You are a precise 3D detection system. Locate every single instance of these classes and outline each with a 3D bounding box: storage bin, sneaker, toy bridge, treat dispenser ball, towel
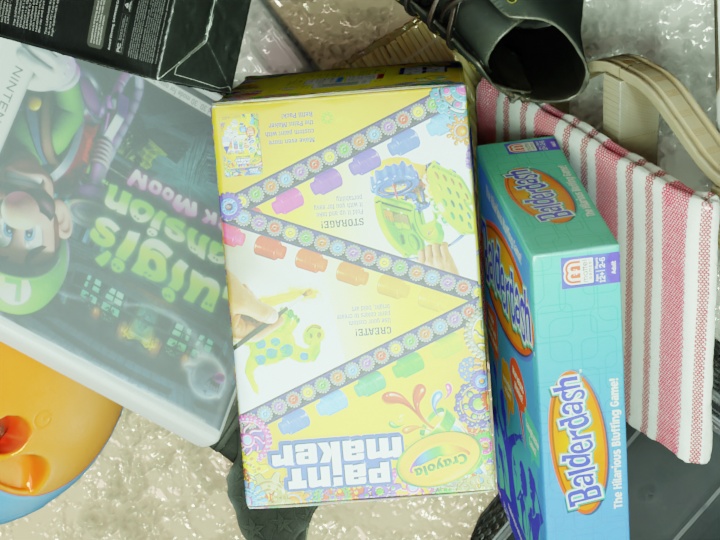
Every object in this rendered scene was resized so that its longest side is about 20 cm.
[{"bbox_3d":[0.156,0.143,1.379,0.135,0.094,0.200,36,115,-2],"label":"storage bin"},{"bbox_3d":[-0.024,0.077,1.419,0.104,0.060,0.200,40,120,-2],"label":"sneaker"},{"bbox_3d":[0.138,-0.074,1.262,0.027,0.200,0.068,-14,118,-25],"label":"toy bridge"},{"bbox_3d":[0.033,-0.160,1.247,0.199,0.107,0.075,20,124,-20],"label":"sneaker"},{"bbox_3d":[-0.225,0.043,1.374,0.199,0.201,0.202,5,112,12],"label":"treat dispenser ball"},{"bbox_3d":[0.122,-0.006,1.274,0.030,0.200,0.147,-18,121,-27],"label":"towel"}]

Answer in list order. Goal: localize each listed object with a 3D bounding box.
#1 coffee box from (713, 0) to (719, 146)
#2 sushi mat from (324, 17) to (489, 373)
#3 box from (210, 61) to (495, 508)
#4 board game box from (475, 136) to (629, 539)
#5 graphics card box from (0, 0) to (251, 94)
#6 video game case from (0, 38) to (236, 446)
[{"bbox_3d":[0.222,-0.089,1.261,0.079,0.113,0.201,-1,111,11],"label":"coffee box"},{"bbox_3d":[0.061,-0.044,1.373,0.095,0.012,0.201,-27,103,20],"label":"sushi mat"},{"bbox_3d":[0.000,0.000,1.239,0.121,0.200,0.194,-4,98,2],"label":"box"},{"bbox_3d":[0.095,0.054,1.220,0.045,0.152,0.201,-6,112,-5],"label":"board game box"},{"bbox_3d":[-0.126,-0.165,1.206,0.199,0.051,0.126,18,96,48],"label":"graphics card box"},{"bbox_3d":[-0.131,-0.030,1.317,0.199,0.183,0.023,30,155,-22],"label":"video game case"}]
